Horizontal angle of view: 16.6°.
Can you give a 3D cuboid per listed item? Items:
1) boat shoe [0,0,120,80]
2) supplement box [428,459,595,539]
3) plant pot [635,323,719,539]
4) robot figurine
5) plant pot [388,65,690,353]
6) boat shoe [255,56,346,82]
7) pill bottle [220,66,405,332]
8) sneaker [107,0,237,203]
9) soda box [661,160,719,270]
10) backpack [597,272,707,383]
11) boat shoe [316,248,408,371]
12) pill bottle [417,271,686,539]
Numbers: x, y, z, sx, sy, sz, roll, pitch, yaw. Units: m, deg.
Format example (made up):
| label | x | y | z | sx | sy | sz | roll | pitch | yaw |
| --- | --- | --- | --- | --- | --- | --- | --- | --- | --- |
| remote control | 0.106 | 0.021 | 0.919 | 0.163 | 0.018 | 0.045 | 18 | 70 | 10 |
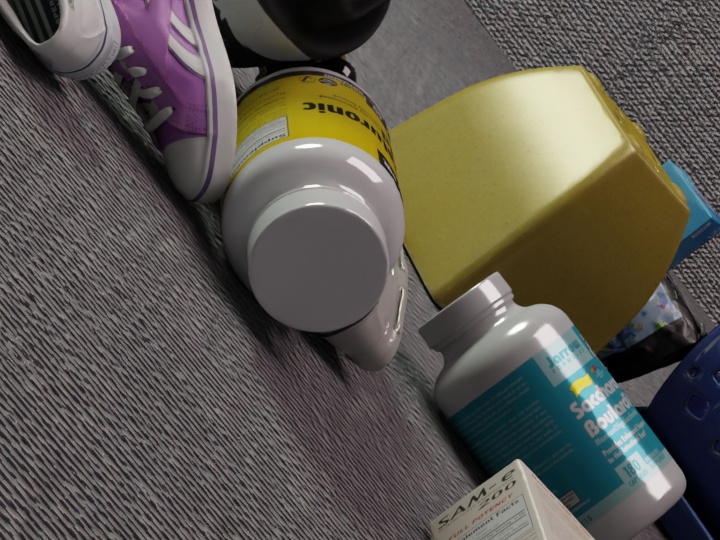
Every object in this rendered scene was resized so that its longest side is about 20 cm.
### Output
| label | x | y | z | sx | sy | sz | roll | pitch | yaw |
| --- | --- | --- | --- | --- | --- | --- | --- | --- | --- |
| boat shoe | -0.197 | -0.203 | 1.408 | 0.200 | 0.074 | 0.067 | 57 | 9 | 18 |
| supplement box | 0.115 | 0.215 | 1.401 | 0.126 | 0.074 | 0.200 | 48 | 12 | -24 |
| plant pot | 0.342 | 0.161 | 2.220 | 0.200 | 0.180 | 0.200 | 55 | 10 | 10 |
| robot figurine | -0.057 | -0.195 | 1.601 | 0.125 | 0.200 | 0.150 | 14 | 80 | -41 |
| plant pot | 0.152 | -0.054 | 2.053 | 0.196 | 0.200 | 0.194 | 40 | 17 | -46 |
| boat shoe | -0.043 | -0.172 | 1.768 | 0.068 | 0.072 | 0.200 | 16 | -30 | 25 |
| pill bottle | -0.030 | -0.041 | 1.500 | 0.111 | 0.111 | 0.200 | 49 | 13 | -22 |
| sneaker | -0.143 | -0.133 | 1.474 | 0.073 | 0.114 | 0.201 | -33 | -113 | 60 |
| soda box | 0.218 | -0.008 | 2.177 | 0.068 | 0.200 | 0.064 | 56 | 12 | 17 |
| backpack | 0.215 | 0.008 | 2.288 | 0.163 | 0.154 | 0.200 | 84 | -14 | -85 |
| boat shoe | 0.000 | 0.000 | 1.609 | 0.066 | 0.072 | 0.200 | 54 | 10 | -22 |
| pill bottle | 0.126 | 0.101 | 1.702 | 0.200 | 0.111 | 0.111 | 53 | 11 | 3 |
